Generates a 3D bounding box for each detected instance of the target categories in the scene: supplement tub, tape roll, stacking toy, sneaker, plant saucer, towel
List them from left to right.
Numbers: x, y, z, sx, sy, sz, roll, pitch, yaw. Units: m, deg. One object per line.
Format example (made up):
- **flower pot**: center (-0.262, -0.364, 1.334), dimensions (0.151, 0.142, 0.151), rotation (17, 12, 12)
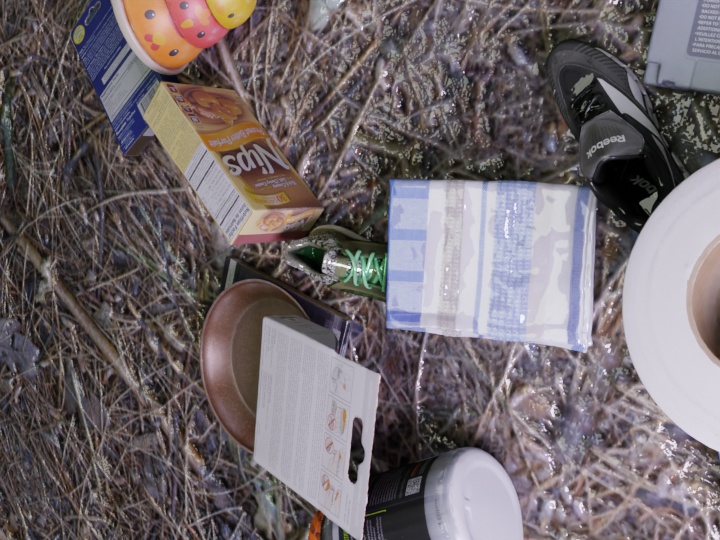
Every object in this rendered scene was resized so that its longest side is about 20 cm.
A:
- **stacking toy**: center (-0.167, -0.317, 0.955), dimensions (0.197, 0.146, 0.149), rotation (-12, 87, 22)
- **plant saucer**: center (-0.105, 0.109, 0.967), dimensions (0.198, 0.036, 0.205), rotation (5, 99, 36)
- **sneaker**: center (0.000, 0.000, 0.861), dimensions (0.197, 0.088, 0.078), rotation (9, 100, 36)
- **supplement tub**: center (0.048, 0.254, 0.826), dimensions (0.198, 0.122, 0.125), rotation (-26, 79, 36)
- **towel**: center (0.116, -0.008, 0.775), dimensions (0.196, 0.024, 0.150), rotation (5, 97, 19)
- **sneaker**: center (0.205, -0.109, 0.689), dimensions (0.066, 0.090, 0.202), rotation (-37, 72, 33)
- **tape roll**: center (0.296, 0.030, 0.571), dimensions (0.200, 0.138, 0.207), rotation (-12, 72, 39)

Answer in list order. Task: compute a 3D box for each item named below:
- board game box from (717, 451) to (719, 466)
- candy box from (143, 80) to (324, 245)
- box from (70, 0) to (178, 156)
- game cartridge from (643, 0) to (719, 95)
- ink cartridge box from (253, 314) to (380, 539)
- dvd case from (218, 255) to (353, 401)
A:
- **board game box**: center (0.363, 0.135, 0.612), dimensions (0.198, 0.034, 0.138), rotation (-12, 79, 39)
- **candy box**: center (-0.142, -0.120, 0.943), dimensions (0.201, 0.115, 0.056), rotation (52, 122, 22)
- **box**: center (-0.308, -0.269, 1.111), dimensions (0.121, 0.032, 0.202), rotation (-38, 73, 34)
- **game cartridge**: center (0.320, -0.191, 0.627), dimensions (0.198, 0.041, 0.136), rotation (20, 110, 35)
- **ink cartridge box**: center (-0.035, 0.146, 0.837), dimensions (0.199, 0.049, 0.164), rotation (18, 106, 49)
- **dvd case**: center (-0.101, 0.088, 0.994), dimensions (0.198, 0.016, 0.151), rotation (25, 110, 33)
